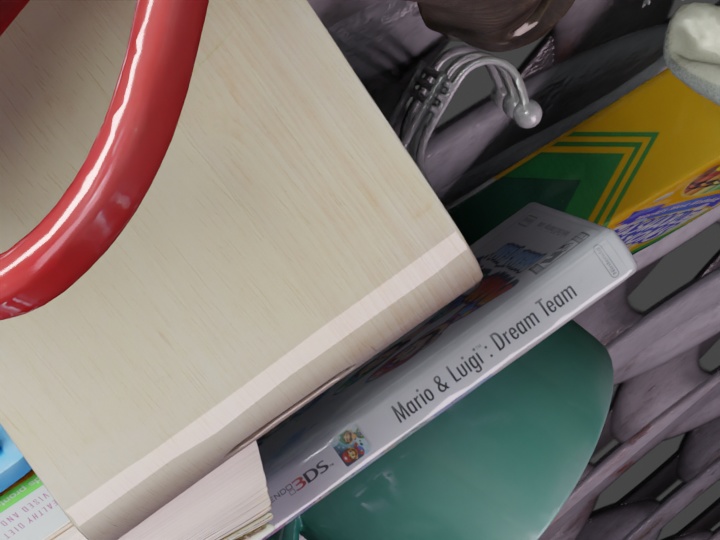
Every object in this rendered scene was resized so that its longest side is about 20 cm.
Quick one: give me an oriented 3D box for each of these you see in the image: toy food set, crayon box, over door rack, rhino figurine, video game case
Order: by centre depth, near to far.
[{"bbox_3d":[-0.074,-0.036,0.860,0.143,0.200,0.060,-35,-170,-2],"label":"toy food set"},{"bbox_3d":[0.039,-0.130,1.056,0.087,0.060,0.200,-44,159,9],"label":"rhino figurine"},{"bbox_3d":[0.015,0.037,1.150,0.182,0.024,0.200,-36,-174,-2],"label":"video game case"},{"bbox_3d":[0.000,0.000,1.162,0.200,0.067,0.148,-49,-175,3],"label":"over door rack"},{"bbox_3d":[0.148,-0.056,1.366,0.200,0.052,0.126,-33,168,36],"label":"crayon box"}]

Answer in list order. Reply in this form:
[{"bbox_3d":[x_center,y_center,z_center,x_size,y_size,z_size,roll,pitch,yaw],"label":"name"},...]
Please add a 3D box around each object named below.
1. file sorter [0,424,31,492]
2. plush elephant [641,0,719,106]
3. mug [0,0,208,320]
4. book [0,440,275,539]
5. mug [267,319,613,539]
[{"bbox_3d":[-0.225,0.046,0.849,0.200,0.139,0.123,-36,159,-9],"label":"file sorter"},{"bbox_3d":[0.193,-0.136,1.178,0.164,0.155,0.200,-21,154,-42],"label":"plush elephant"},{"bbox_3d":[-0.103,-0.098,0.709,0.200,0.177,0.133,-46,-169,8],"label":"mug"},{"bbox_3d":[-0.139,0.058,0.966,0.133,0.200,0.048,-28,124,-23],"label":"book"},{"bbox_3d":[0.020,0.074,1.307,0.152,0.114,0.185,-39,-159,40],"label":"mug"}]
